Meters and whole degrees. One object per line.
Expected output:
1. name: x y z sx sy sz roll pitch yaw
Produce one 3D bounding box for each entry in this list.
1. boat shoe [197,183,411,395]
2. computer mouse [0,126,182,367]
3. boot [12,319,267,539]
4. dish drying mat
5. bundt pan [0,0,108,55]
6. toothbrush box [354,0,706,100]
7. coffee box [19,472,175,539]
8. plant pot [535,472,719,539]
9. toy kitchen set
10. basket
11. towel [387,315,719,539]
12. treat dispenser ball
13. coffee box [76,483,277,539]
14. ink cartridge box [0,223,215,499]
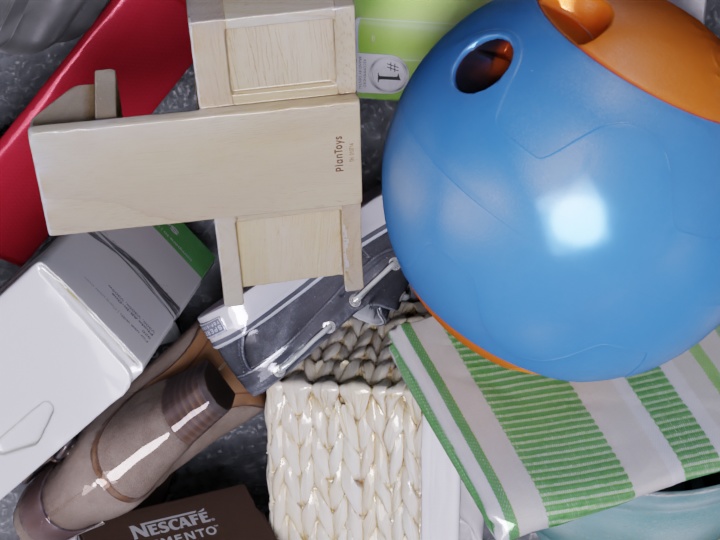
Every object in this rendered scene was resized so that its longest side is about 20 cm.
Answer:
1. boat shoe: 0.000 0.000 1.057 0.199 0.072 0.068 -37 99 -22
2. computer mouse: -0.163 -0.005 1.140 0.109 0.044 0.202 -13 105 9
3. boot: -0.131 0.095 1.072 0.146 0.200 0.070 -35 91 12
4. dish drying mat: -0.169 -0.089 1.063 0.200 0.018 0.077 -48 144 13
5. bundt pan: -0.222 -0.191 0.987 0.201 0.202 0.076 28 126 -5
6. toothbrush box: 0.094 -0.173 1.004 0.198 0.086 0.147 4 115 5
7. coffee box: -0.192 0.207 1.196 0.079 0.113 0.201 22 115 -2
8. plant pot: 0.154 0.091 1.037 0.198 0.201 0.135 7 135 5
9. toy kitchen set: -0.091 -0.108 0.953 0.162 0.181 0.201 -7 138 -5
10. basket: 0.013 0.126 1.121 0.122 0.136 0.202 5 114 10
11. towel: 0.132 0.061 0.959 0.198 0.153 0.024 -15 138 -17
12. treat dispenser ball: 0.109 -0.044 0.903 0.199 0.201 0.203 3 114 7
13. coffee box: -0.113 0.241 1.116 0.113 0.080 0.201 -11 131 -23
14. ink cartridge box: -0.176 0.039 1.026 0.146 0.200 0.084 -41 98 16
